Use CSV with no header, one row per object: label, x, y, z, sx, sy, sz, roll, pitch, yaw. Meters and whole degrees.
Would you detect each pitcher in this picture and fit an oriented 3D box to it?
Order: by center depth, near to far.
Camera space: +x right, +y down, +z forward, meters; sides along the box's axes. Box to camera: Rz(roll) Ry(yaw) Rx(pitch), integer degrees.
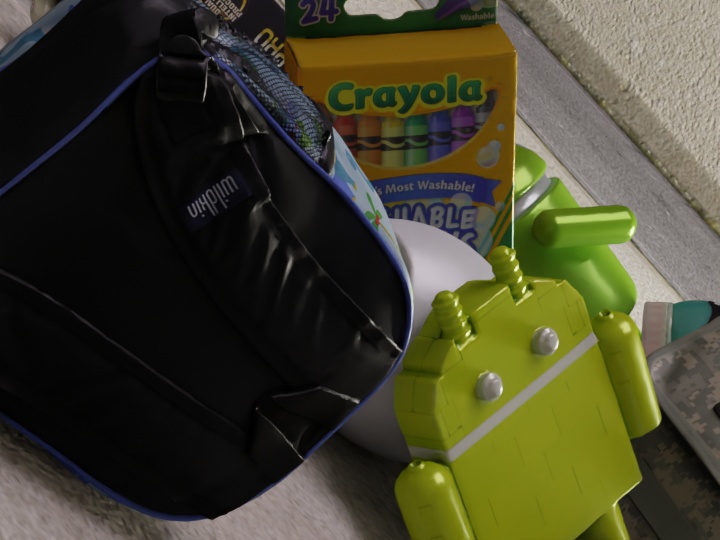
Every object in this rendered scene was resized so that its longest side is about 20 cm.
pitcher,0.046,0.074,1.570,0.200,0.121,0.172,41,31,-48

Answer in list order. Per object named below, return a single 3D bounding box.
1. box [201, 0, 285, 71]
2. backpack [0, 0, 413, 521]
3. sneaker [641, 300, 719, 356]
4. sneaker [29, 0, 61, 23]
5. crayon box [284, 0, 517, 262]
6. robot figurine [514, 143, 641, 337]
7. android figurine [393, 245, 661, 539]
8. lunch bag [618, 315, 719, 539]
box,-0.059,-0.124,1.755,0.161,0.049,0.200,46,-5,-12
backpack,-0.084,-0.012,1.200,0.200,0.183,0.147,44,11,-33
sneaker,0.225,0.112,1.905,0.071,0.080,0.201,61,29,-66
sneaker,-0.124,-0.099,1.646,0.200,0.081,0.088,43,13,27
crayon box,0.022,-0.064,1.636,0.052,0.125,0.201,-114,-159,-64
robot figurine,0.107,-0.001,1.966,0.200,0.116,0.175,53,-29,-7
android figurine,0.084,0.086,1.507,0.041,0.182,0.201,8,-57,46
lunch bag,0.208,0.132,1.688,0.118,0.200,0.164,33,18,-49
